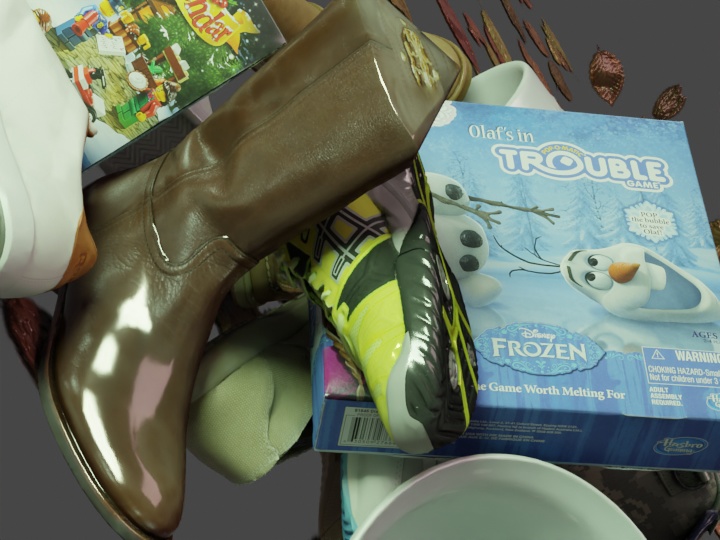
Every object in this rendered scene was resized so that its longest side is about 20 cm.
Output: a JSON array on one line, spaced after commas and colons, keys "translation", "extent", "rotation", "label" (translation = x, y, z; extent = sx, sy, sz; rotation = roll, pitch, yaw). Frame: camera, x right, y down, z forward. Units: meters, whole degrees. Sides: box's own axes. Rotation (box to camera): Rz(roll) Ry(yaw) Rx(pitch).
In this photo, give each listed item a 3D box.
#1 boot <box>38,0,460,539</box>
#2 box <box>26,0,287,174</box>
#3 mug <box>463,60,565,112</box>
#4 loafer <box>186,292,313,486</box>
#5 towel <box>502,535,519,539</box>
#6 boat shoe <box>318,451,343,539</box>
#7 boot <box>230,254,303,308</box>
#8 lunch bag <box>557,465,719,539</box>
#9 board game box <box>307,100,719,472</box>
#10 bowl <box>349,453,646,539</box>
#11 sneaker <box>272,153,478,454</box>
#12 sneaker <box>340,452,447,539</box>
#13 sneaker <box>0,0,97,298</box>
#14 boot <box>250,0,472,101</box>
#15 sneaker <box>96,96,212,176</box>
[{"translation": [-0.038, -0.007, 0.710], "extent": [0.064, 0.199, 0.188], "rotation": [36, 29, -51], "label": "boot"}, {"translation": [-0.141, -0.148, 0.762], "extent": [0.201, 0.136, 0.038], "rotation": [59, -19, -8], "label": "box"}, {"translation": [0.086, -0.015, 1.168], "extent": [0.176, 0.199, 0.148], "rotation": [50, 51, -15], "label": "mug"}, {"translation": [-0.039, 0.055, 0.851], "extent": [0.069, 0.075, 0.200], "rotation": [62, 25, 1], "label": "loafer"}, {"translation": [0.080, 0.177, 0.930], "extent": [0.171, 0.048, 0.202], "rotation": [-73, 156, -69], "label": "towel"}, {"translation": [0.014, 0.110, 0.921], "extent": [0.065, 0.072, 0.201], "rotation": [41, 20, -41], "label": "boat shoe"}, {"translation": [0.015, -0.019, 0.977], "extent": [0.200, 0.154, 0.074], "rotation": [-8, 97, -76], "label": "boot"}, {"translation": [0.160, 0.129, 1.165], "extent": [0.140, 0.167, 0.200], "rotation": [58, 16, -7], "label": "lunch bag"}, {"translation": [0.073, 0.000, 0.841], "extent": [0.044, 0.198, 0.200], "rotation": [103, -13, -45], "label": "board game box"}, {"translation": [0.045, 0.188, 0.773], "extent": [0.199, 0.090, 0.203], "rotation": [9, 72, -29], "label": "bowl"}, {"translation": [0.000, 0.000, 0.759], "extent": [0.076, 0.076, 0.201], "rotation": [66, 9, -46], "label": "sneaker"}, {"translation": [0.041, 0.056, 0.856], "extent": [0.077, 0.080, 0.201], "rotation": [90, 17, -52], "label": "sneaker"}, {"translation": [-0.156, -0.083, 0.708], "extent": [0.084, 0.072, 0.202], "rotation": [3, 69, -60], "label": "sneaker"}, {"translation": [-0.040, -0.153, 1.089], "extent": [0.200, 0.174, 0.067], "rotation": [32, 71, -64], "label": "boot"}, {"translation": [-0.139, -0.115, 0.852], "extent": [0.201, 0.073, 0.116], "rotation": [54, 4, -18], "label": "sneaker"}]
